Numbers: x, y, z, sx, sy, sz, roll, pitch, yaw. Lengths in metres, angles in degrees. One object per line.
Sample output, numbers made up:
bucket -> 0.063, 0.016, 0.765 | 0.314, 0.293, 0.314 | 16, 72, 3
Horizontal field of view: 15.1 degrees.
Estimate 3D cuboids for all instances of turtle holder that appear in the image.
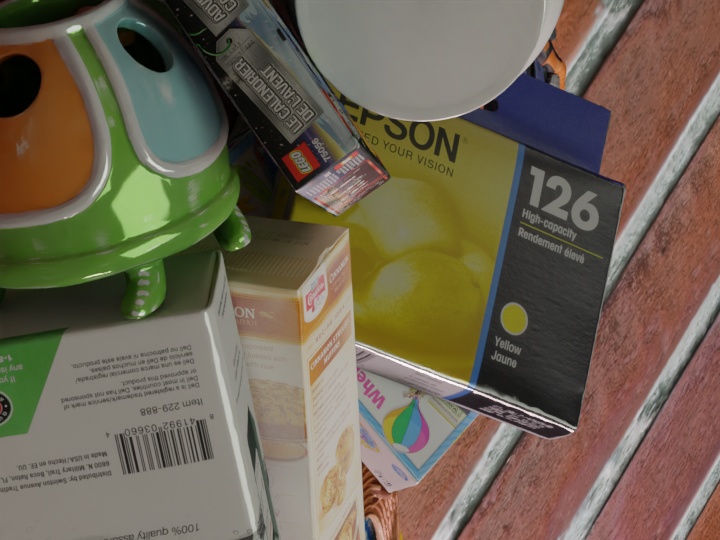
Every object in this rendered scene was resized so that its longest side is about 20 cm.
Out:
turtle holder -> -0.117, -0.066, 1.261 | 0.185, 0.140, 0.133 | -27, 114, -38

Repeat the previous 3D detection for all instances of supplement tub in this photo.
supplement tub -> 0.034, -0.167, 1.379 | 0.200, 0.143, 0.145 | -81, -178, -67

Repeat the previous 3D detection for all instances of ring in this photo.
ring -> 0.001, 0.211, 1.607 | 0.200, 0.019, 0.202 | 7, 90, -75

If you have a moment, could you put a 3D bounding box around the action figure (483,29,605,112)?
action figure -> 0.077, -0.128, 1.621 | 0.193, 0.104, 0.202 | 14, 74, -59

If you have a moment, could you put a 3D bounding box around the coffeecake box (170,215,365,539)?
coffeecake box -> -0.083, 0.073, 1.375 | 0.073, 0.152, 0.201 | -51, 144, -56

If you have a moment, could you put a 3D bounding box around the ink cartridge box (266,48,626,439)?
ink cartridge box -> 0.048, -0.034, 1.462 | 0.197, 0.047, 0.201 | 20, 71, -22

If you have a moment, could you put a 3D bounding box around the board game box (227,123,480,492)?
board game box -> 0.000, 0.000, 1.472 | 0.134, 0.200, 0.034 | -45, -169, -30

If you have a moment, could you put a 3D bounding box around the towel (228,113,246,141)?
towel -> -0.027, -0.044, 1.576 | 0.200, 0.023, 0.145 | 15, 96, -63

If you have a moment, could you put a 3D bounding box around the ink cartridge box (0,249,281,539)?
ink cartridge box -> -0.118, 0.107, 1.285 | 0.084, 0.145, 0.201 | -88, 169, -70

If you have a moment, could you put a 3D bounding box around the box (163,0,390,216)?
box -> -0.045, -0.096, 1.306 | 0.040, 0.137, 0.200 | -36, 175, 3

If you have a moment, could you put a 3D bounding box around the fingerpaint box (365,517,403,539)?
fingerpaint box -> -0.054, 0.171, 1.635 | 0.167, 0.073, 0.201 | -53, 151, -27
